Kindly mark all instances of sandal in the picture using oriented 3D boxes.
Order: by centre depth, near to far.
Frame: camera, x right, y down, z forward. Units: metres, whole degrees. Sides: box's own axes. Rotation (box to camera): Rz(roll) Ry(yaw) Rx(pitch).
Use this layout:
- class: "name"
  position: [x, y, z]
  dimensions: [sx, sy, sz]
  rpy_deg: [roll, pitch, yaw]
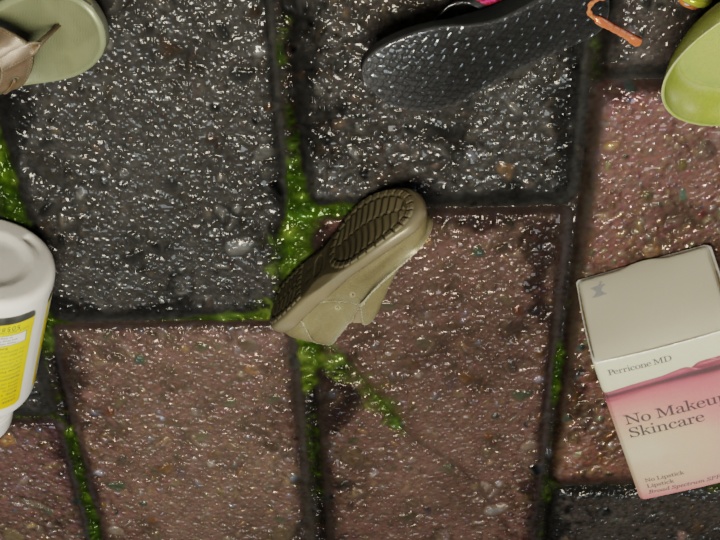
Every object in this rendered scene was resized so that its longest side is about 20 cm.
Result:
- class: "sandal"
  position: [-0.284, -0.161, 0.988]
  dimensions: [0.198, 0.058, 0.080]
  rpy_deg: [-12, 131, 10]
- class: "sandal"
  position: [0.093, -0.180, 0.993]
  dimensions: [0.197, 0.045, 0.076]
  rpy_deg: [-20, 136, -2]

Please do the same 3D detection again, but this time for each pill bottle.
- class: "pill bottle"
  position: [-0.338, 0.062, 1.147]
  dimensions: [0.110, 0.112, 0.202]
  rpy_deg: [12, 129, -11]

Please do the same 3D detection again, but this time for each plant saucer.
- class: "plant saucer"
  position: [0.316, -0.171, 0.959]
  dimensions: [0.197, 0.031, 0.200]
  rpy_deg: [-11, 158, -5]

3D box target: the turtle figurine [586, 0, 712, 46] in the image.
- class: "turtle figurine"
  position: [0.263, -0.241, 0.919]
  dimensions: [0.197, 0.065, 0.162]
  rpy_deg: [-5, 148, -13]

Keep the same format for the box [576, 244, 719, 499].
- class: "box"
  position: [0.287, 0.097, 1.184]
  dimensions: [0.126, 0.110, 0.201]
  rpy_deg: [-16, 130, 14]

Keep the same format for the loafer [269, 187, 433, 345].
- class: "loafer"
  position: [0.000, 0.000, 1.126]
  dimensions: [0.067, 0.077, 0.199]
  rpy_deg: [31, 134, -26]
